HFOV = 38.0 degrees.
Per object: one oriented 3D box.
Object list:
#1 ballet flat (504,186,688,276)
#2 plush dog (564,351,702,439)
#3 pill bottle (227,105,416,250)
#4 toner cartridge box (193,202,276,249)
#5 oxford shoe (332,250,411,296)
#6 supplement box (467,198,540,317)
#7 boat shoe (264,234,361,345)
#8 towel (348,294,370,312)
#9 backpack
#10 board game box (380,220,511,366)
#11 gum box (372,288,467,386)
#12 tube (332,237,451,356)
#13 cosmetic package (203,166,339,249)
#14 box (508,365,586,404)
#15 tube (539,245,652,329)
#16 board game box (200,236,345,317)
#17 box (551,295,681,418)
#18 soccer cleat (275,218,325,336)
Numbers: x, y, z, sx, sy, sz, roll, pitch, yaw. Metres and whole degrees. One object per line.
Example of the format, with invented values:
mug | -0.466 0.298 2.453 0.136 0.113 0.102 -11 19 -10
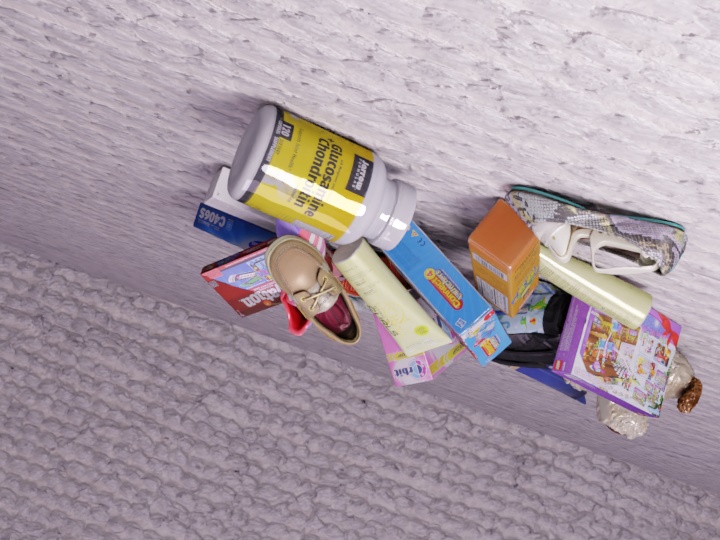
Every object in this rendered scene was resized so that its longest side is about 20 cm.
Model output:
ballet flat | 0.242 -0.036 1.111 0.199 0.073 0.072 16 169 18
plush dog | 0.430 0.149 1.601 0.170 0.162 0.200 9 -158 -24
pill bottle | -0.041 -0.097 1.176 0.199 0.113 0.112 22 169 -18
toner cartridge box | -0.168 -0.054 1.652 0.199 0.044 0.095 23 -174 43
oxford shoe | 0.000 0.000 1.591 0.199 0.072 0.072 7 -175 -42
supplement box | 0.177 -0.010 1.272 0.069 0.067 0.200 36 170 17
boat shoe | -0.054 0.029 1.384 0.066 0.074 0.200 43 177 46
towel | -0.091 0.032 1.656 0.199 0.049 0.171 15 173 -28
backpack | 0.240 0.080 1.536 0.199 0.155 0.163 -17 151 34
board game box | 0.107 0.021 1.404 0.200 0.056 0.196 49 180 23
gum box | 0.103 0.086 1.583 0.066 0.114 0.200 -15 -173 30
tube | 0.040 0.041 1.417 0.200 0.052 0.058 51 169 -26
cosmetic package | -0.122 -0.087 1.519 0.199 0.051 0.082 22 172 -16
box | 0.306 0.133 1.698 0.199 0.122 0.032 28 133 -36
tube | 0.275 0.007 1.333 0.199 0.052 0.058 27 130 -1
board game box | -0.125 0.004 1.510 0.199 0.020 0.103 -21 127 30
box | 0.353 0.106 1.429 0.199 0.138 0.039 27 166 -34
soccer cleat | -0.084 0.002 1.424 0.066 0.077 0.201 11 138 16
